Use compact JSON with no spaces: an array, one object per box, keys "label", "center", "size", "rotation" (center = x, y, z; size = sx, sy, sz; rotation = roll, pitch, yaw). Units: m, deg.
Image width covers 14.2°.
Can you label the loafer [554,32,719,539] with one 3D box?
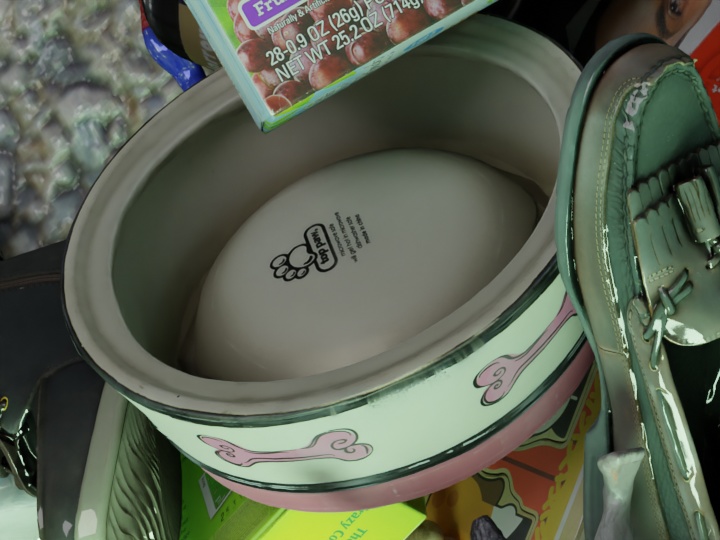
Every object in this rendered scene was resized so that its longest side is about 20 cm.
[{"label":"loafer","center":[0.109,0.022,0.938],"size":[0.063,0.072,0.201],"rotation":[22,128,44]}]

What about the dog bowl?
[{"label":"dog bowl","center":[0.000,0.000,1.011],"size":[0.199,0.074,0.201],"rotation":[-14,42,13]}]

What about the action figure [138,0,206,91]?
[{"label":"action figure","center":[-0.048,-0.057,1.208],"size":[0.065,0.052,0.201],"rotation":[-29,65,28]}]

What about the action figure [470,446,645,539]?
[{"label":"action figure","center":[0.092,0.159,0.923],"size":[0.199,0.105,0.195],"rotation":[-19,81,-6]}]

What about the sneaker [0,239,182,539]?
[{"label":"sneaker","center":[-0.125,0.062,1.076],"size":[0.105,0.075,0.200],"rotation":[-12,31,6]}]

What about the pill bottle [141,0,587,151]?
[{"label":"pill bottle","center":[-0.016,-0.121,1.138],"size":[0.199,0.112,0.113],"rotation":[22,86,18]}]

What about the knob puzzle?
[{"label":"knob puzzle","center":[0.025,0.059,1.089],"size":[0.219,0.030,0.221],"rotation":[-32,47,42]}]

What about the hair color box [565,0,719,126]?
[{"label":"hair color box","center":[0.158,-0.117,1.033],"size":[0.200,0.061,0.102],"rotation":[-50,24,28]}]

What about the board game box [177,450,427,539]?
[{"label":"board game box","center":[-0.057,0.110,1.095],"size":[0.200,0.047,0.102],"rotation":[-47,30,28]}]

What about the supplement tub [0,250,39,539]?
[{"label":"supplement tub","center":[-0.189,0.055,1.215],"size":[0.122,0.122,0.201],"rotation":[-38,57,17]}]

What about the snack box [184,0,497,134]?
[{"label":"snack box","center":[0.011,-0.170,1.005],"size":[0.199,0.068,0.169],"rotation":[-29,89,-7]}]
